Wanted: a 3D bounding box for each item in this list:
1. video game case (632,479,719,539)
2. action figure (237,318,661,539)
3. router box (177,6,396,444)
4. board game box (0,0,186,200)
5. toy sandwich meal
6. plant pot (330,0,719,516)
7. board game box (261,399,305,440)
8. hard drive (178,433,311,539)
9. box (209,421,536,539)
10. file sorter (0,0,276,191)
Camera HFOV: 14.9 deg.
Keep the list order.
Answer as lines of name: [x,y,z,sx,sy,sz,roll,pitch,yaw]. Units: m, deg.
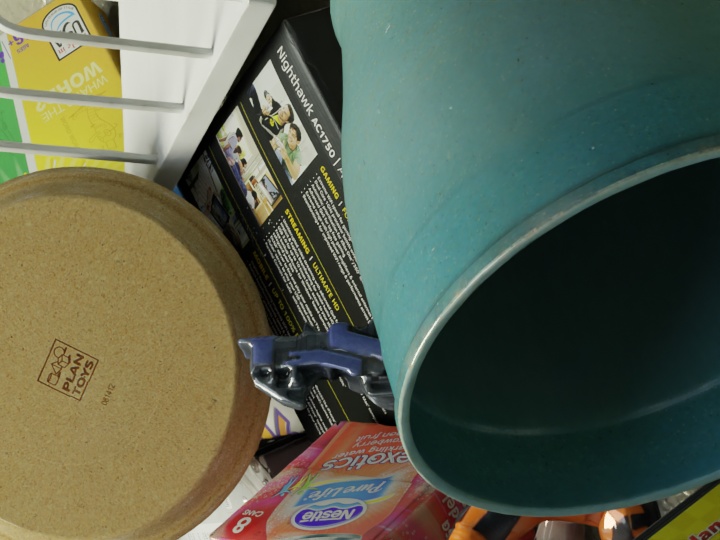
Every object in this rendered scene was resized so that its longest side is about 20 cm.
video game case: [0.141,0.144,0.961,0.181,0.200,0.026,25,143,51]
action figure: [0.054,0.070,1.108,0.105,0.199,0.194,54,-139,-70]
router box: [0.000,0.000,1.253,0.200,0.051,0.149,62,147,14]
board game box: [-0.160,-0.022,1.398,0.200,0.153,0.040,61,-173,24]
toy sandwich meal: [-0.134,0.046,1.304,0.070,0.205,0.206,-14,-96,-79]
plant pot: [0.080,-0.046,0.977,0.200,0.199,0.188,109,148,-47]
board game box: [-0.045,0.077,1.399,0.200,0.030,0.096,52,146,25]
hard drive: [-0.052,0.158,1.400,0.200,0.038,0.140,-14,98,63]
box: [0.030,0.175,1.206,0.102,0.095,0.200,4,125,47]
file sorter: [-0.129,-0.133,1.272,0.200,0.124,0.139,125,145,-54]
